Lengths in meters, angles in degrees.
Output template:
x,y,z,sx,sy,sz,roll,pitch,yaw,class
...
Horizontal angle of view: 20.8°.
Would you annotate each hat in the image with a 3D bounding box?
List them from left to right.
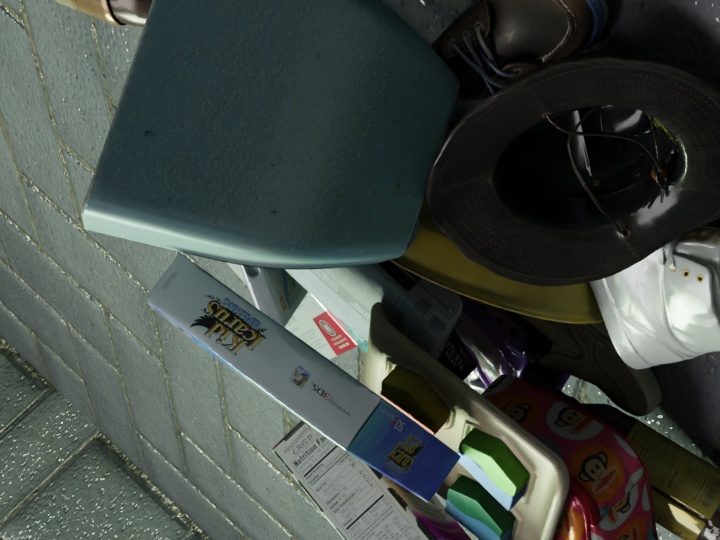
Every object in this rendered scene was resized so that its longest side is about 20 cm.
x,y,z,sx,sy,sz,roll,pitch,yaw,class
0.135,-0.082,1.206,0.201,0.200,0.081,69,-167,-49,hat

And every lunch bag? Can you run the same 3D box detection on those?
x,y,z,sx,sy,sz,roll,pitch,yaw,class
0.144,0.175,1.527,0.176,0.082,0.200,30,150,38,lunch bag

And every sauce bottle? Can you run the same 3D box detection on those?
x,y,z,sx,sy,sz,roll,pitch,yaw,class
0.211,0.148,1.552,0.200,0.065,0.065,33,160,9,sauce bottle

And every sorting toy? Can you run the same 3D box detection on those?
x,y,z,sx,sy,sz,roll,pitch,yaw,class
0.067,0.135,1.453,0.200,0.036,0.185,42,156,20,sorting toy

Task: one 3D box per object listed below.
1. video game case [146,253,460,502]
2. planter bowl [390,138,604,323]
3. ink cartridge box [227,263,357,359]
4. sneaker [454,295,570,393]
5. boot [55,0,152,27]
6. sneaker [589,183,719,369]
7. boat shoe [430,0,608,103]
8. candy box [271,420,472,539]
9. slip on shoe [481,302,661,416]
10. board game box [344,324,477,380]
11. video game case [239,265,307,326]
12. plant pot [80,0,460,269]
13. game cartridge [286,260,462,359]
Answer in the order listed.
x,y,z,sx,sy,sz,roll,pitch,yaw,class
-0.036,0.078,1.354,0.181,0.045,0.200,33,176,24,video game case
0.097,-0.042,1.365,0.200,0.084,0.200,18,-165,-5,planter bowl
-0.060,-0.020,1.820,0.200,0.083,0.146,48,162,-4,ink cartridge box
0.110,0.039,1.593,0.088,0.081,0.200,12,147,49,sneaker
-0.141,-0.278,1.450,0.166,0.200,0.072,9,-176,20,boot
0.194,-0.032,1.283,0.115,0.074,0.200,-11,113,48,sneaker
0.092,-0.142,1.245,0.072,0.072,0.200,46,163,-3,boat shoe
0.029,0.203,1.560,0.200,0.061,0.136,50,-173,19,candy box
0.154,0.051,1.516,0.200,0.061,0.076,49,162,-24,slip on shoe
0.000,0.000,1.552,0.135,0.028,0.200,18,147,53,board game box
-0.081,-0.062,1.624,0.200,0.022,0.183,-60,-49,-72,video game case
-0.052,-0.091,1.243,0.200,0.197,0.196,19,176,-7,plant pot
-0.013,-0.008,1.467,0.200,0.040,0.133,42,156,9,game cartridge
